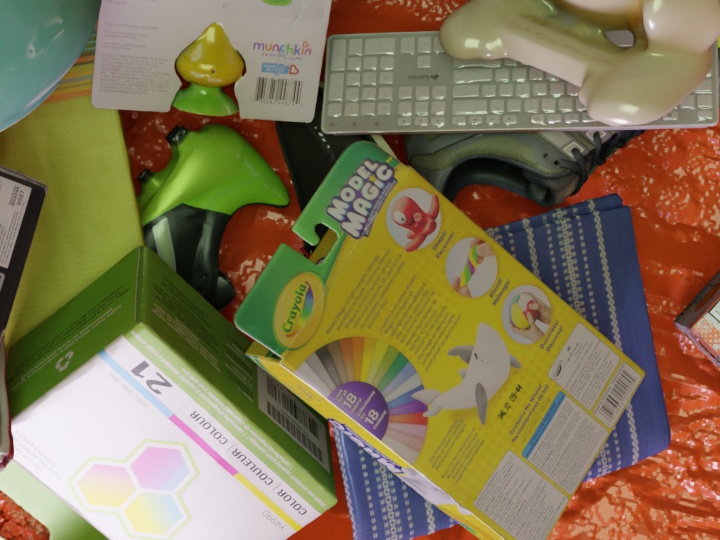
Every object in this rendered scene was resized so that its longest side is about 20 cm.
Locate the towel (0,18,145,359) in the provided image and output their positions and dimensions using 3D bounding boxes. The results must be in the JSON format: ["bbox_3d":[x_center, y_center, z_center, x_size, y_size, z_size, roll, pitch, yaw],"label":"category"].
[{"bbox_3d":[-0.160,-0.058,0.902,0.086,0.018,0.201,-10,100,2],"label":"towel"}]

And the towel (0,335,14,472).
[{"bbox_3d":[-0.237,0.076,0.904,0.200,0.023,0.145,-37,49,33],"label":"towel"}]

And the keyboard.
[{"bbox_3d":[0.079,-0.096,0.903,0.199,0.011,0.057,0,75,10],"label":"keyboard"}]

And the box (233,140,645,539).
[{"bbox_3d":[0.035,0.038,0.870,0.200,0.048,0.118,41,74,-24],"label":"box"}]

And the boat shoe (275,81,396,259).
[{"bbox_3d":[0.001,0.000,0.940,0.063,0.074,0.202,-24,94,-26],"label":"boat shoe"}]

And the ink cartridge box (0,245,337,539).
[{"bbox_3d":[-0.133,0.107,0.908,0.200,0.076,0.148,-37,118,16],"label":"ink cartridge box"}]

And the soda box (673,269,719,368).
[{"bbox_3d":[0.255,-0.023,0.936,0.064,0.068,0.200,42,93,0],"label":"soda box"}]

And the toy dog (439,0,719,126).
[{"bbox_3d":[0.127,-0.197,0.831,0.193,0.139,0.201,-27,132,-23],"label":"toy dog"}]

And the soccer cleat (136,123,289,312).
[{"bbox_3d":[-0.118,0.013,0.958,0.081,0.068,0.200,39,92,-12],"label":"soccer cleat"}]

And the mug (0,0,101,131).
[{"bbox_3d":[-0.179,-0.133,0.803,0.184,0.152,0.115,-27,127,-3],"label":"mug"}]

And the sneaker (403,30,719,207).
[{"bbox_3d":[0.115,-0.076,0.932,0.199,0.074,0.081,-9,71,9],"label":"sneaker"}]

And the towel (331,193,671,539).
[{"bbox_3d":[0.070,0.049,0.926,0.199,0.024,0.146,-14,96,-26],"label":"towel"}]

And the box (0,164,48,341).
[{"bbox_3d":[-0.234,0.041,0.858,0.050,0.157,0.201,20,83,-40],"label":"box"}]

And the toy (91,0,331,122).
[{"bbox_3d":[-0.068,-0.176,0.877,0.115,0.047,0.201,3,107,-17],"label":"toy"}]
